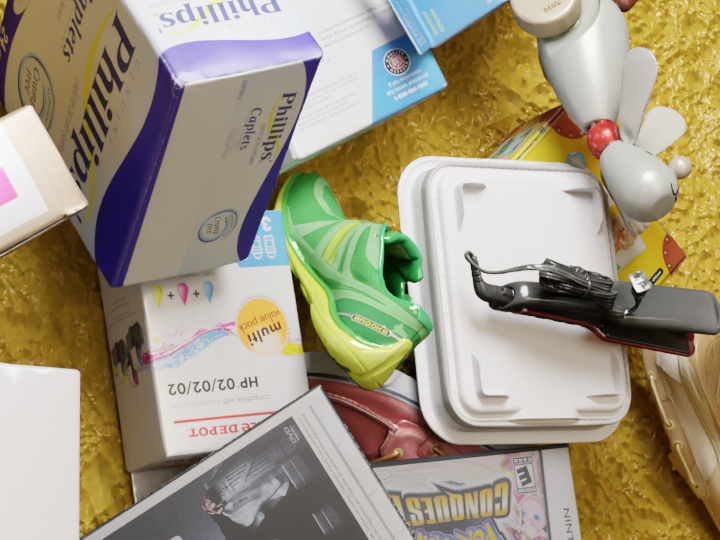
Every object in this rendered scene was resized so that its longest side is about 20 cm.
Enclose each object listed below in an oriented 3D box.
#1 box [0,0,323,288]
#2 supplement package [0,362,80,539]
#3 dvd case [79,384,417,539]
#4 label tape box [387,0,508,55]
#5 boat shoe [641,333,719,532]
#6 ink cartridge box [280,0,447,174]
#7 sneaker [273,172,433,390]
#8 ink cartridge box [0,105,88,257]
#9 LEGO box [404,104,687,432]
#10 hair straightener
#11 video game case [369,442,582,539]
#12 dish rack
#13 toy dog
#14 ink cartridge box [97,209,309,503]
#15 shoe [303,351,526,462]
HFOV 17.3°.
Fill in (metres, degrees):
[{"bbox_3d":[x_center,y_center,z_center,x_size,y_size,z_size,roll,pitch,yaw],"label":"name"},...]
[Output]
[{"bbox_3d":[-0.134,-0.127,1.479,0.104,0.184,0.200,-14,54,-32],"label":"box"},{"bbox_3d":[-0.243,0.163,1.415,0.121,0.120,0.202,7,74,-27],"label":"supplement package"},{"bbox_3d":[-0.070,0.189,1.496,0.199,0.025,0.151,-33,87,2],"label":"dvd case"},{"bbox_3d":[0.055,-0.244,1.673,0.144,0.066,0.200,60,20,-5],"label":"label tape box"},{"bbox_3d":[0.261,0.125,1.755,0.074,0.069,0.201,-39,119,-39],"label":"boat shoe"},{"bbox_3d":[-0.054,-0.180,1.638,0.145,0.084,0.201,-28,91,-33],"label":"ink cartridge box"},{"bbox_3d":[0.000,0.000,1.583,0.083,0.200,0.074,-32,132,5],"label":"sneaker"},{"bbox_3d":[-0.285,-0.010,1.410,0.199,0.164,0.075,-31,94,-33],"label":"ink cartridge box"},{"bbox_3d":[0.119,0.003,1.696,0.149,0.077,0.200,50,58,-9],"label":"LEGO box"},{"bbox_3d":[0.161,0.010,1.579,0.199,0.077,0.041,16,55,-24],"label":"hair straightener"},{"bbox_3d":[0.072,0.213,1.571,0.199,0.025,0.182,-2,81,-37],"label":"video game case"},{"bbox_3d":[0.114,0.017,1.619,0.171,0.043,0.202,2,77,-31],"label":"dish rack"},{"bbox_3d":[0.185,-0.131,1.634,0.096,0.132,0.201,-29,79,5],"label":"toy dog"},{"bbox_3d":[-0.099,0.066,1.556,0.114,0.068,0.201,-4,79,-30],"label":"ink cartridge box"},{"bbox_3d":[0.028,0.132,1.613,0.199,0.071,0.092,28,61,-25],"label":"shoe"}]
